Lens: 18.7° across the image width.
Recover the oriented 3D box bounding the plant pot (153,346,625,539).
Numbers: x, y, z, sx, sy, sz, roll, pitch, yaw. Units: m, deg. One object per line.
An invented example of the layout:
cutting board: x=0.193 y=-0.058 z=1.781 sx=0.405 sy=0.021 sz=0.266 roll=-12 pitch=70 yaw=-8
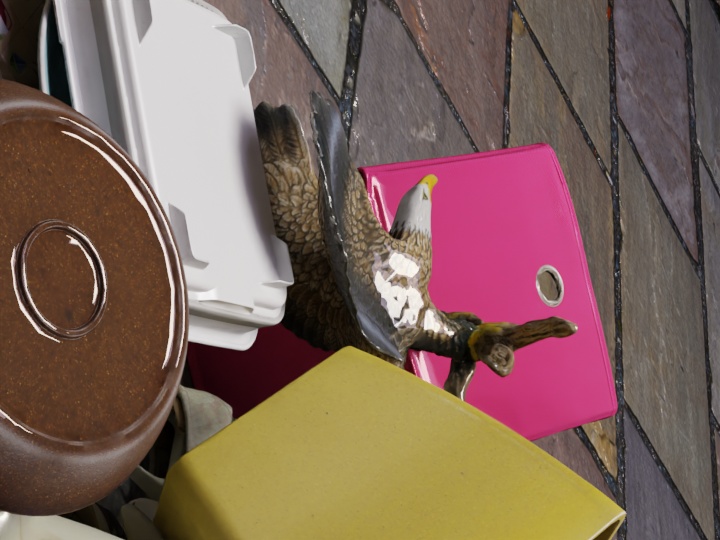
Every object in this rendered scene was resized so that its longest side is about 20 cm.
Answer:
plant pot: x=-0.009 y=0.166 z=1.182 sx=0.200 sy=0.200 sz=0.176 roll=-34 pitch=69 yaw=-31

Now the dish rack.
dish rack: x=-0.090 y=-0.064 z=1.140 sx=0.172 sy=0.043 sz=0.201 roll=18 pitch=60 yaw=-66

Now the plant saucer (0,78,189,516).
plant saucer: x=-0.141 y=0.007 z=0.969 sx=0.200 sy=0.034 sz=0.201 roll=23 pitch=60 yaw=-47

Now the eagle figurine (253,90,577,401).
eagle figurine: x=0.001 y=-0.006 z=1.248 sx=0.200 sy=0.152 sz=0.151 roll=34 pitch=31 yaw=-23

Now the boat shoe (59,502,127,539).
boat shoe: x=-0.133 y=0.217 z=1.184 sx=0.066 sy=0.072 sz=0.202 roll=15 pitch=57 yaw=-60

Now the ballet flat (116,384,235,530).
ballet flat: x=-0.120 y=0.145 z=1.310 sx=0.062 sy=0.067 sz=0.200 roll=33 pitch=33 yaw=-19

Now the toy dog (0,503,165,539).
toy dog: x=-0.163 y=0.151 z=1.052 sx=0.200 sy=0.139 sz=0.194 roll=51 pitch=47 yaw=-24

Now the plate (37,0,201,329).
plate: x=-0.122 y=-0.063 z=1.152 sx=0.200 sy=0.025 sz=0.201 roll=48 pitch=33 yaw=-46

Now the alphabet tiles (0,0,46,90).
alphabet tiles: x=-0.151 y=-0.059 z=1.121 sx=0.201 sy=0.008 sz=0.167 roll=65 pitch=23 yaw=-23

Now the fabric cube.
fabric cube: x=0.020 y=0.036 z=1.455 sx=0.199 sy=0.200 sz=0.197 roll=-10 pitch=85 yaw=-49

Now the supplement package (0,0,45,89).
supplement package: x=-0.193 y=-0.062 z=1.180 sx=0.156 sy=0.111 sz=0.201 roll=50 pitch=32 yaw=-46
